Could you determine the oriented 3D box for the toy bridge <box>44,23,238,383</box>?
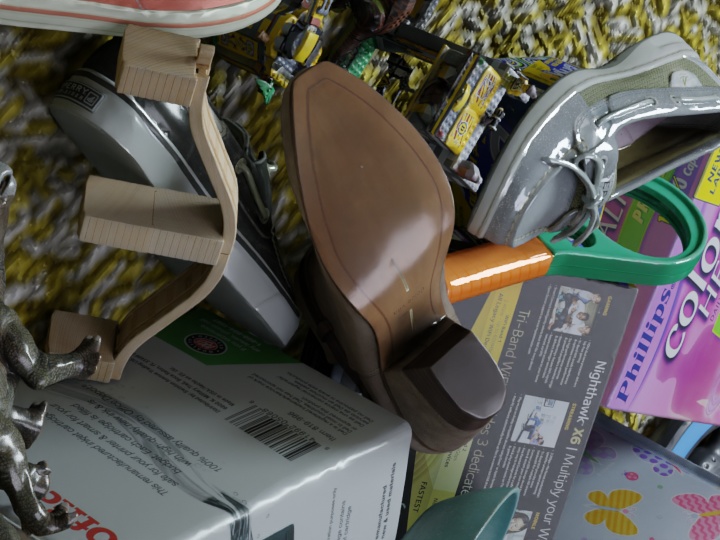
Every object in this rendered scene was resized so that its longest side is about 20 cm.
[{"bbox_3d":[-0.087,-0.022,0.948,0.201,0.067,0.027,112,-16,-45],"label":"toy bridge"}]

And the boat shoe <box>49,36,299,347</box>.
[{"bbox_3d":[-0.067,-0.036,1.019,0.064,0.070,0.200,-51,143,-15],"label":"boat shoe"}]

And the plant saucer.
[{"bbox_3d":[0.017,0.189,1.112,0.201,0.036,0.200,-57,168,-19],"label":"plant saucer"}]

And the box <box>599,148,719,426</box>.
[{"bbox_3d":[0.192,-0.007,1.364,0.199,0.096,0.177,13,101,-55],"label":"box"}]

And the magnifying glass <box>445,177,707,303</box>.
[{"bbox_3d":[0.106,-0.014,1.153,0.199,0.080,0.022,-17,144,-40],"label":"magnifying glass"}]

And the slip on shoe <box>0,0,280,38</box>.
[{"bbox_3d":[-0.103,-0.133,0.912,0.199,0.074,0.062,-3,111,-47],"label":"slip on shoe"}]

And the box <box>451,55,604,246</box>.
[{"bbox_3d":[0.088,-0.016,1.247,0.070,0.064,0.201,-10,118,-51],"label":"box"}]

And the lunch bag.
[{"bbox_3d":[0.166,0.207,1.378,0.169,0.199,0.128,-39,139,-33],"label":"lunch bag"}]

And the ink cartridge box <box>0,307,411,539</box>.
[{"bbox_3d":[-0.097,0.105,1.006,0.199,0.146,0.084,-21,129,-44],"label":"ink cartridge box"}]

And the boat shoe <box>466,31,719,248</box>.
[{"bbox_3d":[0.129,-0.062,1.143,0.202,0.065,0.075,-31,151,-46],"label":"boat shoe"}]

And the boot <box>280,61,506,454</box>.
[{"bbox_3d":[0.000,0.000,1.048,0.070,0.146,0.201,-28,99,-16],"label":"boot"}]

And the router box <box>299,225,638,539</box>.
[{"bbox_3d":[0.042,0.078,1.190,0.156,0.052,0.201,12,105,-21],"label":"router box"}]

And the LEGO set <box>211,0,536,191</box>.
[{"bbox_3d":[0.037,-0.135,1.051,0.201,0.115,0.154,-55,145,-13],"label":"LEGO set"}]

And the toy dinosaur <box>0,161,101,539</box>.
[{"bbox_3d":[-0.162,0.055,0.889,0.102,0.077,0.201,26,49,-27],"label":"toy dinosaur"}]

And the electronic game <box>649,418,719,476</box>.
[{"bbox_3d":[0.241,0.165,1.593,0.200,0.041,0.201,-33,136,-38],"label":"electronic game"}]
